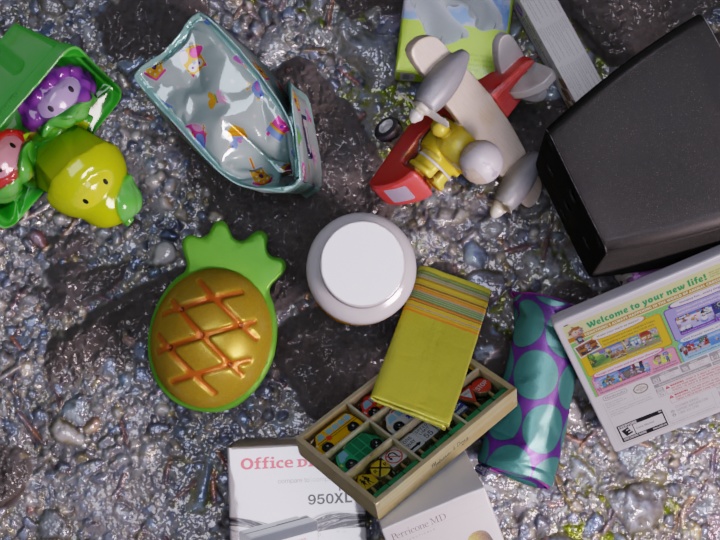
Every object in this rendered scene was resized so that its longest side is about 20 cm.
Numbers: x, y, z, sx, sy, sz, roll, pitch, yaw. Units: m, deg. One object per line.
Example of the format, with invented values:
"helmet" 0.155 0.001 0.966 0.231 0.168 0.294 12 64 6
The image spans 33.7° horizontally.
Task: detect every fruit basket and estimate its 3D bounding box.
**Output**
"fruit basket" -0.327 -0.126 1.251 0.214 0.156 0.217 -3 75 12

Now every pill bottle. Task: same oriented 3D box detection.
"pill bottle" 0.000 0.000 1.212 0.110 0.200 0.112 0 86 -1

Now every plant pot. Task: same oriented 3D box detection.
"plant pot" 0.284 -0.100 1.181 0.177 0.200 0.201 -23 79 -1

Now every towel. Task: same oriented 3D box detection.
"towel" 0.076 0.076 1.240 0.086 0.018 0.200 19 45 4

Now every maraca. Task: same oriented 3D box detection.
"maraca" -0.151 0.049 1.253 0.136 0.107 0.201 15 86 2

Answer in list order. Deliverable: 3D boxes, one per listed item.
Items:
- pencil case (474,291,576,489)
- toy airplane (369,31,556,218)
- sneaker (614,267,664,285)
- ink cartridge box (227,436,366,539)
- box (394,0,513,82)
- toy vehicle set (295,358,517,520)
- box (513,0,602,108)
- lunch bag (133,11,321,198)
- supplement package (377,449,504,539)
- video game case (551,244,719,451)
"pencil case" 0.182 0.126 1.266 0.092 0.085 0.201 10 84 44
"toy airplane" 0.122 -0.145 1.231 0.199 0.141 0.200 1 127 -18
"sneaker" 0.296 0.015 1.283 0.114 0.073 0.202 3 76 -3
"ink cartridge box" -0.065 0.278 1.252 0.144 0.084 0.201 -3 85 -2
"box" 0.108 -0.306 1.310 0.121 0.048 0.201 6 87 1
"toy vehicle set" 0.048 0.154 1.209 0.200 0.027 0.124 -35 47 -27
"box" 0.232 -0.222 1.311 0.041 0.039 0.201 -29 88 -4
"lunch bag" -0.118 -0.157 1.235 0.200 0.170 0.122 45 94 1
"supplement package" 0.093 0.295 1.208 0.113 0.110 0.201 -22 110 -2
"video game case" 0.320 0.081 1.218 0.199 0.022 0.183 -24 117 12
